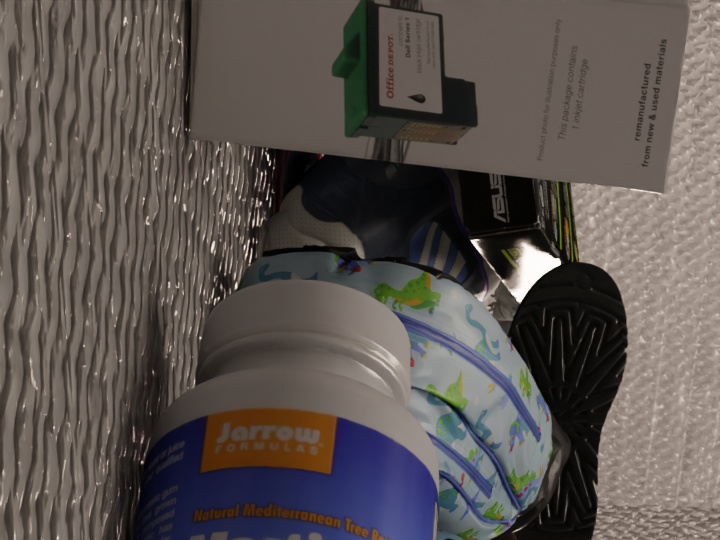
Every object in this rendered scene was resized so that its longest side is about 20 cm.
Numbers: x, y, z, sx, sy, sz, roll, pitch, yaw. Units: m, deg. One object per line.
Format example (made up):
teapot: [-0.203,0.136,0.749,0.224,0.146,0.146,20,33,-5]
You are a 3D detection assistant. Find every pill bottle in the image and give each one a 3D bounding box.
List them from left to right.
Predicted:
pill bottle: [-0.028,0.106,0.810,0.112,0.112,0.200,89,5,-54]

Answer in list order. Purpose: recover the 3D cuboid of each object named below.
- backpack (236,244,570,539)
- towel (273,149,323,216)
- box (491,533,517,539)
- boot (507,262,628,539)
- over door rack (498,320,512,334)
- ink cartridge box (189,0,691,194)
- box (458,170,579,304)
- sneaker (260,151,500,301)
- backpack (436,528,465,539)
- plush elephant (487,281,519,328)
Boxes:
backpack: [0.006,0.063,1.089,0.200,0.163,0.154,79,28,-52]
towel: [-0.033,-0.080,1.361,0.200,0.023,0.144,-81,174,-63]
box: [0.023,0.145,1.212,0.075,0.100,0.200,96,-25,-56]
boot: [0.104,0.074,1.287,0.200,0.066,0.165,-96,-164,-88]
over door rack: [0.027,0.084,1.384,0.200,0.067,0.148,20,72,-49]
ink cartridge box: [0.033,-0.101,0.949,0.146,0.200,0.084,-75,171,-71]
box: [0.083,-0.096,1.238,0.193,0.047,0.200,46,38,-75]
sneaker: [0.000,0.000,1.261,0.146,0.081,0.200,-42,155,-11]
backpack: [0.005,0.180,0.984,0.135,0.182,0.200,-68,156,-19]
plush elephant: [0.028,0.009,1.556,0.165,0.155,0.200,9,42,-50]
